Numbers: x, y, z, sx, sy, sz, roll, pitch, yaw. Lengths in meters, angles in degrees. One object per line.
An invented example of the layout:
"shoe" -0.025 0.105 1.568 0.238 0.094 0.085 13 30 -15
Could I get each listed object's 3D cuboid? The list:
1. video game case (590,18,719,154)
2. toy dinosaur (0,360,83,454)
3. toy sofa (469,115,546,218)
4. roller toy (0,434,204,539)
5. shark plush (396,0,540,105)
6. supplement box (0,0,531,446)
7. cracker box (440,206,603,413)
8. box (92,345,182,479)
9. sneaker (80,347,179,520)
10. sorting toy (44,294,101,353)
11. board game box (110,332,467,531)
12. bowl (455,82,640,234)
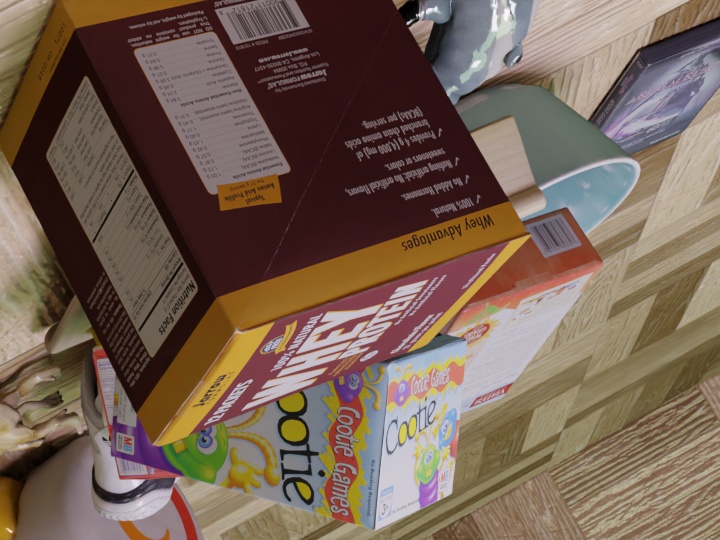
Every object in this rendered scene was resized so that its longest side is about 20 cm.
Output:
"video game case" 0.262 -0.152 1.532 0.142 0.019 0.200 -23 163 -24
"toy dinosaur" -0.266 0.114 1.333 0.100 0.059 0.200 -24 163 -17
"toy sofa" 0.038 -0.040 1.199 0.082 0.099 0.199 -23 -171 -26
"roller toy" -0.241 0.253 1.566 0.139 0.184 0.199 -35 164 21
"shark plush" 0.050 -0.152 1.011 0.083 0.091 0.201 3 133 -40
"supplement box" -0.055 -0.046 0.959 0.196 0.201 0.133 -18 161 -34
"cracker box" 0.080 0.045 1.328 0.133 0.058 0.201 -18 154 -32
"box" -0.084 0.085 1.266 0.198 0.104 0.094 -8 -173 36
"sneaker" -0.169 0.100 1.411 0.074 0.116 0.200 1 -153 10
"sorting toy" -0.119 0.006 1.226 0.184 0.037 0.200 -23 176 -23
"board game box" -0.047 0.082 1.117 0.198 0.104 0.105 11 -169 30
"bowl" 0.101 -0.067 1.345 0.199 0.106 0.201 -28 164 -9
